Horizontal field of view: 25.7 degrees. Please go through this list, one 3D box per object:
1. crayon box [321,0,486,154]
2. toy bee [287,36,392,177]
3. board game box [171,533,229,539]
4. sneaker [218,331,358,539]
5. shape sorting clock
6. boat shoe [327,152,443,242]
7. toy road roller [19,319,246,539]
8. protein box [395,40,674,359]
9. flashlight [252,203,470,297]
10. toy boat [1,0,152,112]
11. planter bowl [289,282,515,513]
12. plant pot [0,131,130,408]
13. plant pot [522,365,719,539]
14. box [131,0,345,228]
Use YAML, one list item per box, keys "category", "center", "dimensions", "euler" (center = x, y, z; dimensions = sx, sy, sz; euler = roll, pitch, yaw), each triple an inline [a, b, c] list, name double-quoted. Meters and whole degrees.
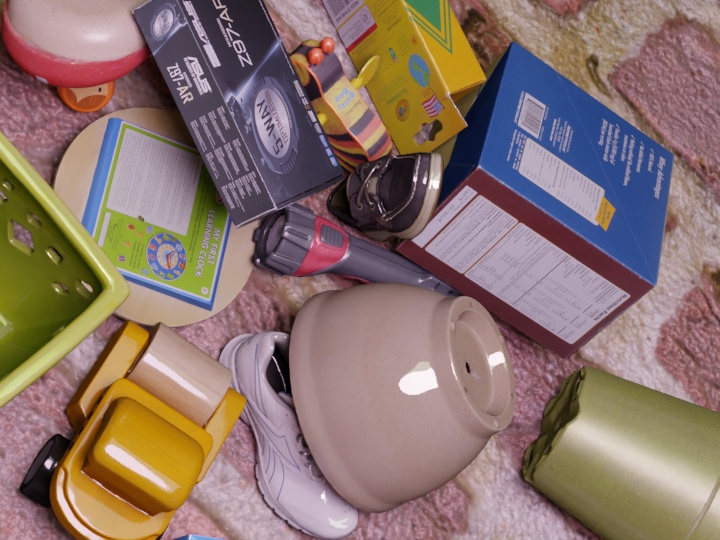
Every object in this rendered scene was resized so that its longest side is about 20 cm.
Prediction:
- category: "crayon box"
  center: [0.043, -0.212, 1.499]
  dimensions: [0.051, 0.127, 0.200]
  euler: [-25, 88, -29]
- category: "toy bee"
  center: [-0.041, -0.164, 1.455]
  dimensions: [0.200, 0.109, 0.131]
  euler: [26, 67, -17]
- category: "board game box"
  center: [-0.073, 0.335, 1.323]
  dimensions: [0.200, 0.056, 0.196]
  euler: [12, 70, -22]
- category: "sneaker"
  center: [-0.057, 0.143, 1.369]
  dimensions: [0.074, 0.087, 0.200]
  euler: [-28, 89, -30]
- category: "shape sorting clock"
  center: [-0.179, -0.047, 1.393]
  dimensions: [0.200, 0.039, 0.200]
  euler: [9, 71, -27]
- category: "boat shoe"
  center: [0.018, -0.066, 1.406]
  dimensions: [0.066, 0.201, 0.072]
  euler: [14, 80, -14]
- category: "toy road roller"
  center: [-0.172, 0.135, 1.282]
  dimensions: [0.123, 0.146, 0.200]
  euler: [35, 63, -13]
- category: "protein box"
  center: [0.168, -0.066, 1.476]
  dimensions: [0.200, 0.135, 0.199]
  euler: [33, 42, -14]
- category: "flashlight"
  center: [0.000, 0.000, 1.447]
  dimensions: [0.200, 0.068, 0.068]
  euler: [24, 102, -27]
- category: "toy boat"
  center: [-0.231, -0.198, 1.371]
  dimensions: [0.130, 0.131, 0.200]
  euler: [22, 26, 9]
- category: "planter bowl"
  center: [0.050, 0.095, 1.357]
  dimensions: [0.200, 0.135, 0.200]
  euler: [41, 39, -45]
- category: "plant pot"
  center: [-0.331, 0.020, 1.221]
  dimensions: [0.199, 0.181, 0.200]
  euler: [-42, 95, -28]
- category: "plant pot"
  center: [0.261, 0.183, 1.468]
  dimensions: [0.190, 0.200, 0.200]
  euler: [29, 64, -2]
- category: "box"
  center: [-0.100, -0.147, 1.343]
  dimensions: [0.200, 0.044, 0.160]
  euler: [65, 24, -3]
